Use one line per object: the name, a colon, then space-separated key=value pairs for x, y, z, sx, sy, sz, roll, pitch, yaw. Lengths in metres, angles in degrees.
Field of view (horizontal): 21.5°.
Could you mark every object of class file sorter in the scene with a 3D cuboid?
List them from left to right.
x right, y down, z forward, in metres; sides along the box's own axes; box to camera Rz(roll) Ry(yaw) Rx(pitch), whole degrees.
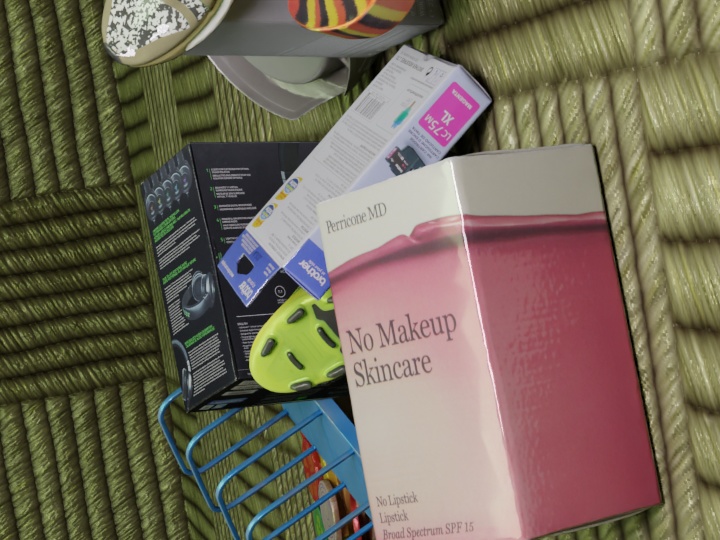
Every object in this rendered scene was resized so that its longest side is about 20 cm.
file sorter: x=-0.060 y=0.172 z=1.553 sx=0.200 sy=0.122 sz=0.139 roll=49 pitch=165 yaw=32

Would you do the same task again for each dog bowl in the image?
dog bowl: x=-0.062 y=-0.213 z=1.423 sx=0.199 sy=0.059 sz=0.201 roll=34 pitch=145 yaw=28

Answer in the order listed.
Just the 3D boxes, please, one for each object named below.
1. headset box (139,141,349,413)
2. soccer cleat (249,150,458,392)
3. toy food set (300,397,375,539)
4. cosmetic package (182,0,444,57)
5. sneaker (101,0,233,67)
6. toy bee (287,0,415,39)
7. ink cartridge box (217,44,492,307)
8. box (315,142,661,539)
headset box: x=-0.063 y=-0.005 z=1.467 sx=0.093 sy=0.173 sz=0.202 roll=-32 pitch=67 yaw=52
soccer cleat: x=0.001 y=0.000 z=1.265 sx=0.065 sy=0.200 sz=0.084 roll=39 pitch=-173 yaw=-19
toy food set: x=-0.018 y=0.169 z=1.722 sx=0.200 sy=0.048 sz=0.200 roll=114 pitch=144 yaw=-67
cosmetic package: x=-0.053 y=-0.197 z=1.223 sx=0.090 sy=0.199 sz=0.108 roll=-16 pitch=83 yaw=48
sneaker: x=-0.098 y=-0.206 z=1.082 sx=0.077 sy=0.201 sz=0.088 roll=41 pitch=-164 yaw=20
toy bee: x=0.033 y=-0.213 z=1.084 sx=0.109 sy=0.130 sz=0.201 roll=38 pitch=131 yaw=35
ink cartridge box: x=-0.008 y=-0.055 z=1.228 sx=0.042 sy=0.200 sz=0.119 roll=43 pitch=179 yaw=-20
box: x=0.067 y=0.044 z=1.027 sx=0.127 sy=0.108 sz=0.202 roll=-17 pitch=83 yaw=51
